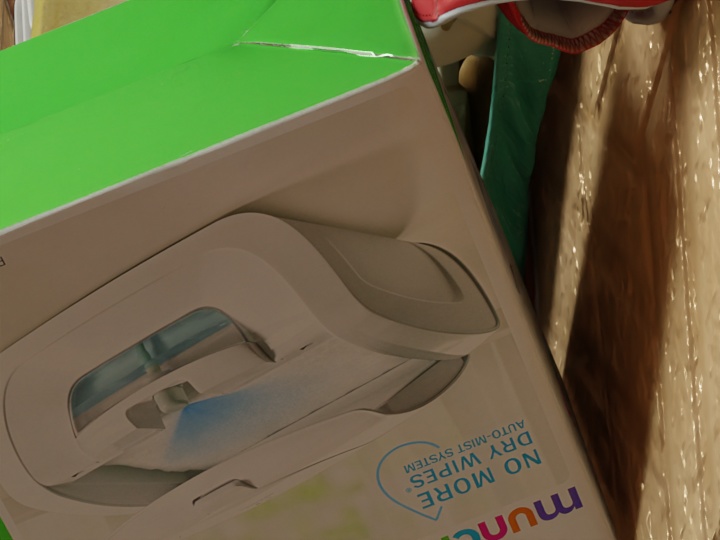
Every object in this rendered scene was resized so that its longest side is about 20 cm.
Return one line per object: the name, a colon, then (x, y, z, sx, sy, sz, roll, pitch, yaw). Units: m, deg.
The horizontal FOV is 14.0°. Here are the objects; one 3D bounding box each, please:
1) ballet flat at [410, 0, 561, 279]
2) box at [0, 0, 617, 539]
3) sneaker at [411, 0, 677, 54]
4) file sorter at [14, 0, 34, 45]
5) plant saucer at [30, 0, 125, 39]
ballet flat: (0.022, -0.057, 0.872, 0.067, 0.070, 0.201, 27, 129, 33)
box: (-0.053, 0.024, 0.813, 0.097, 0.199, 0.177, -105, -7, -56)
sneaker: (0.032, -0.124, 0.780, 0.200, 0.071, 0.113, -142, 52, -63)
file sorter: (-0.103, -0.092, 1.406, 0.200, 0.124, 0.139, 102, 163, -53)
plant saucer: (-0.043, -0.112, 1.014, 0.200, 0.048, 0.201, -30, 48, 45)
